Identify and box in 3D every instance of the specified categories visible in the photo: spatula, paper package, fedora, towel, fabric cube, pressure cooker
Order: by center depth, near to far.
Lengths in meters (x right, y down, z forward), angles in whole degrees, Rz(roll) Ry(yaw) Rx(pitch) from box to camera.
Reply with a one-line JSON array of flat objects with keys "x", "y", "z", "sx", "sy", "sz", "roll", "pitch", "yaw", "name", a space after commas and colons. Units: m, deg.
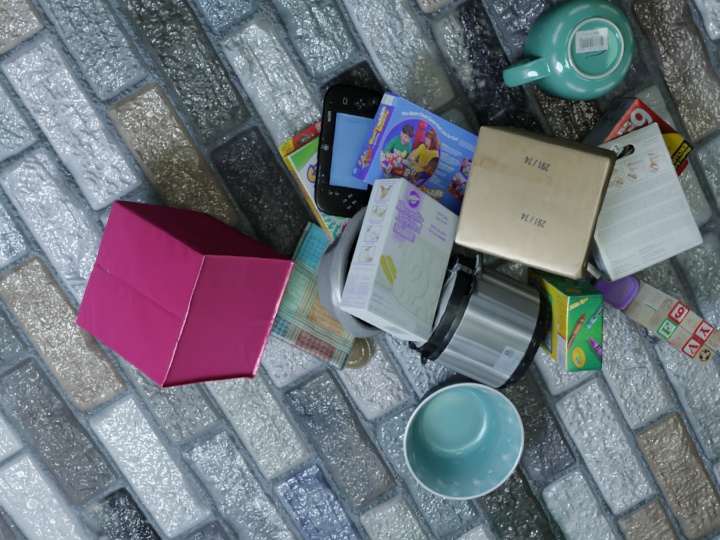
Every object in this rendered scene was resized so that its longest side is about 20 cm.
[{"x": -0.252, "y": 0.033, "z": 1.219, "sx": 0.198, "sy": 0.196, "sz": 0.202, "roll": 27, "pitch": 102, "yaw": 31, "name": "fabric cube"}, {"x": 0.260, "y": -0.106, "z": 1.253, "sx": 0.198, "sy": 0.103, "sz": 0.193, "roll": 17, "pitch": 103, "yaw": 18, "name": "paper package"}, {"x": 0.000, "y": 0.000, "z": 1.272, "sx": 0.176, "sy": 0.090, "sz": 0.202, "roll": 16, "pitch": 81, "yaw": -45, "name": "fedora"}, {"x": -0.054, "y": 0.037, "z": 1.318, "sx": 0.146, "sy": 0.022, "sz": 0.201, "roll": 27, "pitch": 65, "yaw": -12, "name": "towel"}, {"x": 0.172, "y": 0.073, "z": 1.320, "sx": 0.198, "sy": 0.179, "sz": 0.177, "roll": 22, "pitch": 76, "yaw": -7, "name": "pressure cooker"}, {"x": 0.355, "y": -0.014, "z": 1.354, "sx": 0.200, "sy": 0.021, "sz": 0.057, "roll": 39, "pitch": 88, "yaw": 22, "name": "spatula"}]

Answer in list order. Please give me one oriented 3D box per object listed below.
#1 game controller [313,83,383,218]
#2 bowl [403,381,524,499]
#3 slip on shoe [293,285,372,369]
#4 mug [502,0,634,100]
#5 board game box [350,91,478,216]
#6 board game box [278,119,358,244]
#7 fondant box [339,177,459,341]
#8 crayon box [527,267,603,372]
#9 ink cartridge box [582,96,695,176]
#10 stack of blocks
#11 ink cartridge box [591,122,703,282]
[{"x": -0.016, "y": -0.181, "z": 1.291, "sx": 0.103, "sy": 0.042, "sz": 0.202, "roll": 7, "pitch": 87, "yaw": -28, "name": "game controller"}, {"x": 0.161, "y": 0.265, "z": 1.404, "sx": 0.198, "sy": 0.105, "sz": 0.203, "roll": -2, "pitch": 103, "yaw": -7, "name": "bowl"}, {"x": -0.055, "y": 0.087, "z": 1.362, "sx": 0.076, "sy": 0.061, "sz": 0.201, "roll": -37, "pitch": 104, "yaw": 3, "name": "slip on shoe"}, {"x": 0.329, "y": -0.324, "z": 1.286, "sx": 0.151, "sy": 0.114, "sz": 0.186, "roll": 35, "pitch": 96, "yaw": -12, "name": "mug"}, {"x": 0.099, "y": -0.170, "z": 1.292, "sx": 0.199, "sy": 0.045, "sz": 0.136, "roll": 20, "pitch": 97, "yaw": -33, "name": "board game box"}, {"x": -0.042, "y": -0.129, "z": 1.317, "sx": 0.095, "sy": 0.030, "sz": 0.201, "roll": -35, "pitch": 103, "yaw": -23, "name": "board game box"}, {"x": 0.060, "y": -0.014, "z": 1.227, "sx": 0.144, "sy": 0.058, "sz": 0.202, "roll": 28, "pitch": 71, "yaw": -42, "name": "fondant box"}, {"x": 0.319, "y": 0.071, "z": 1.329, "sx": 0.058, "sy": 0.200, "sz": 0.120, "roll": -4, "pitch": 103, "yaw": -5, "name": "crayon box"}, {"x": 0.428, "y": -0.146, "z": 1.353, "sx": 0.175, "sy": 0.084, "sz": 0.201, "roll": 35, "pitch": 96, "yaw": -13, "name": "ink cartridge box"}, {"x": 0.469, "y": 0.066, "z": 1.342, "sx": 0.115, "sy": 0.200, "sz": 0.059, "roll": 32, "pitch": 97, "yaw": -22, "name": "stack of blocks"}, {"x": 0.418, "y": -0.104, "z": 1.305, "sx": 0.160, "sy": 0.050, "sz": 0.202, "roll": -22, "pitch": 88, "yaw": -3, "name": "ink cartridge box"}]
